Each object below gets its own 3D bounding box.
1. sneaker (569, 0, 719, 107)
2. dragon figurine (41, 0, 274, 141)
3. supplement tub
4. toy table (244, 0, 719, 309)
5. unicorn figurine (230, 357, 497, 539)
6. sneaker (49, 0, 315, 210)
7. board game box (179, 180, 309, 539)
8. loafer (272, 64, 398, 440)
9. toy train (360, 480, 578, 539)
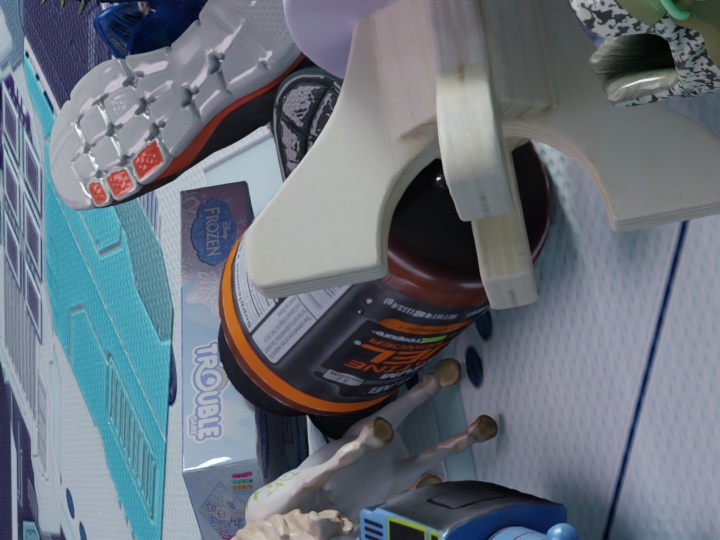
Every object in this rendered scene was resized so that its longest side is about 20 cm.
[{"bbox_3d":[0.108,-0.094,0.620,0.200,0.088,0.077,81,165,-68],"label":"sneaker"},{"bbox_3d":[-0.109,-0.127,1.155,0.059,0.099,0.201,46,165,40],"label":"dragon figurine"},{"bbox_3d":[0.000,0.000,0.956,0.200,0.106,0.108,-46,56,56],"label":"supplement tub"},{"bbox_3d":[0.043,-0.062,0.771,0.200,0.182,0.118,29,-130,-67],"label":"toy table"},{"bbox_3d":[0.003,0.105,1.019,0.137,0.199,0.074,-38,69,35],"label":"unicorn figurine"},{"bbox_3d":[-0.079,-0.085,1.099,0.199,0.082,0.078,-29,67,31],"label":"sneaker"},{"bbox_3d":[-0.060,0.092,1.136,0.201,0.043,0.200,-95,-4,-46],"label":"board game box"},{"bbox_3d":[0.000,-0.012,1.072,0.071,0.063,0.202,6,113,25],"label":"loafer"},{"bbox_3d":[0.075,0.157,0.868,0.199,0.086,0.115,11,108,57],"label":"toy train"}]
